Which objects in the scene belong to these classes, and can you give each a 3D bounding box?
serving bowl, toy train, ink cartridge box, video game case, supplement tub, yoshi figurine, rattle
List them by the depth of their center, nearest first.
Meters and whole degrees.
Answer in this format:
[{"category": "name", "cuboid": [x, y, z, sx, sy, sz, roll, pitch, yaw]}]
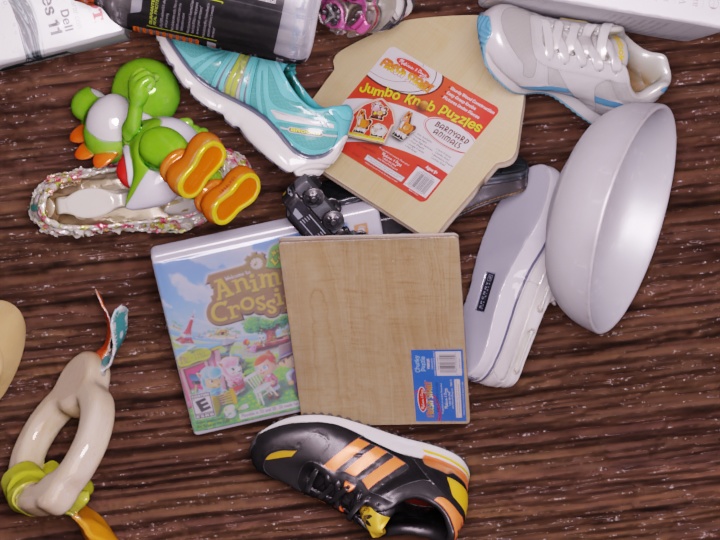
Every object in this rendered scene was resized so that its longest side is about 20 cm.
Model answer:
[{"category": "supplement tub", "cuboid": [-0.127, -0.245, 1.530, 0.198, 0.123, 0.124, 12, 93, -4]}, {"category": "yoshi figurine", "cuboid": [-0.164, -0.123, 1.591, 0.111, 0.200, 0.113, -14, 124, -39]}, {"category": "toy train", "cuboid": [0.000, 0.000, 1.602, 0.046, 0.034, 0.200, -35, 116, 13]}, {"category": "ink cartridge box", "cuboid": [-0.307, -0.246, 1.611, 0.198, 0.083, 0.148, -15, 95, -3]}, {"category": "serving bowl", "cuboid": [0.205, -0.052, 1.612, 0.065, 0.200, 0.202, 18, 93, 22]}, {"category": "video game case", "cuboid": [-0.067, 0.043, 1.643, 0.198, 0.022, 0.183, -12, 117, -2]}, {"category": "rattle", "cuboid": [-0.214, 0.139, 1.653, 0.142, 0.130, 0.201, 29, 65, -15]}]

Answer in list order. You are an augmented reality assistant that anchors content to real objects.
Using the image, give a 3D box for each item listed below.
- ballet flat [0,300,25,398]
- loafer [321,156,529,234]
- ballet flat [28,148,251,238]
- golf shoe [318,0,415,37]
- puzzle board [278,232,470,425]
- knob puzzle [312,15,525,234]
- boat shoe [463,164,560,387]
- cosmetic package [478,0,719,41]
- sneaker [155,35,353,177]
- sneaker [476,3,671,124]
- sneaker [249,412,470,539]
[{"category": "ballet flat", "cuboid": [-0.358, 0.116, 1.644, 0.068, 0.063, 0.201, 34, 91, -5]}, {"category": "loafer", "cuboid": [0.053, -0.055, 1.659, 0.198, 0.073, 0.073, -11, 114, 3]}, {"category": "ballet flat", "cuboid": [-0.190, -0.063, 1.641, 0.198, 0.064, 0.076, -12, 94, -3]}, {"category": "golf shoe", "cuboid": [-0.029, -0.289, 1.639, 0.073, 0.092, 0.201, -38, 78, 38]}, {"category": "puzzle board", "cuboid": [0.014, 0.051, 1.609, 0.149, 0.017, 0.201, -2, 126, 6]}, {"category": "knob puzzle", "cuboid": [0.057, -0.138, 1.633, 0.218, 0.031, 0.221, -6, 62, 12]}, {"category": "boat shoe", "cuboid": [0.145, 0.008, 1.670, 0.069, 0.071, 0.202, 20, 87, -33]}, {"category": "cosmetic package", "cuboid": [0.215, -0.294, 1.597, 0.198, 0.166, 0.169, 8, 94, -3]}, {"category": "sneaker", "cuboid": [-0.090, -0.163, 1.607, 0.200, 0.077, 0.080, 38, 106, 10]}, {"category": "sneaker", "cuboid": [0.178, -0.184, 1.599, 0.199, 0.080, 0.077, 15, 62, -40]}, {"category": "sneaker", "cuboid": [-0.001, 0.187, 1.645, 0.198, 0.090, 0.070, 12, 130, -6]}]
